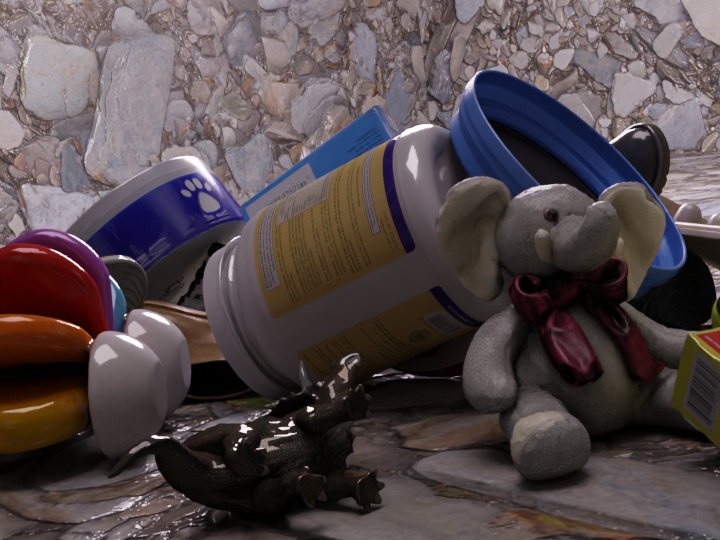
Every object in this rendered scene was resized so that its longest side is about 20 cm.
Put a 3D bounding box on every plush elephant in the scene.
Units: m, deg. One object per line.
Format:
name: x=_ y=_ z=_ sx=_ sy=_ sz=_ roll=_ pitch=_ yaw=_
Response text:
plush elephant: x=0.128 y=0.017 z=0.795 sx=0.162 sy=0.157 sz=0.200 roll=-9 pitch=8 yaw=-14

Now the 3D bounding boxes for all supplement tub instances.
supplement tub: x=0.000 y=0.000 z=0.956 sx=0.198 sy=0.147 sz=0.145 roll=-26 pitch=-2 yaw=26

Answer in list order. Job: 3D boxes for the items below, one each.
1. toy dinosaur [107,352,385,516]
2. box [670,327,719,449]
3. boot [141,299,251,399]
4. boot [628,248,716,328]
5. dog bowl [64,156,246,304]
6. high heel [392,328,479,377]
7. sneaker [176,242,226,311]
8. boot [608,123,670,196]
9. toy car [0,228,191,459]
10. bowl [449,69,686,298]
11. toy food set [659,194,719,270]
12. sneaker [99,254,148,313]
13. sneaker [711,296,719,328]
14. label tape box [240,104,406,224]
toy dinosaur: x=-0.053 y=0.104 z=0.718 sx=0.198 sy=0.078 sz=0.102 roll=-20 pitch=2 yaw=-41
box: x=0.269 y=0.053 z=0.715 sx=0.197 sy=0.051 sz=0.075 roll=-10 pitch=33 yaw=-23
boot: x=-0.158 y=0.069 z=1.060 sx=0.197 sy=0.075 sz=0.076 roll=-3 pitch=18 yaw=14
boot: x=0.171 y=0.027 z=1.109 sx=0.163 sy=0.067 sz=0.199 roll=4 pitch=-12 yaw=-38
dog bowl: x=-0.198 y=-0.009 z=1.235 sx=0.199 sy=0.079 sz=0.200 roll=-40 pitch=-12 yaw=-10
high heel: x=0.109 y=0.059 z=1.001 sx=0.198 sy=0.068 sz=0.096 roll=-9 pitch=-30 yaw=41
sneaker: x=-0.133 y=0.022 z=1.203 sx=0.198 sy=0.089 sz=0.076 roll=-24 pitch=11 yaw=-4
boot: x=0.133 y=-0.054 z=1.078 sx=0.198 sy=0.073 sz=0.182 roll=1 pitch=-37 yaw=-35
toy car: x=-0.217 y=0.049 z=0.918 sx=0.172 sy=0.153 sz=0.200 roll=-7 pitch=7 yaw=5
bowl: x=0.146 y=-0.061 z=0.949 sx=0.039 sy=0.201 sz=0.200 roll=-48 pitch=-13 yaw=26
toy food set: x=0.322 y=-0.024 z=1.045 sx=0.142 sy=0.061 sz=0.200 roll=26 pitch=-1 yaw=-15
sneaker: x=-0.270 y=0.038 z=1.059 sx=0.199 sy=0.075 sz=0.106 roll=-33 pitch=33 yaw=-15
sneaker: x=0.328 y=0.015 z=0.868 sx=0.198 sy=0.075 sz=0.083 roll=-7 pitch=12 yaw=42
label tape box: x=0.011 y=-0.040 z=1.123 sx=0.143 sy=0.064 sz=0.200 roll=-35 pitch=-28 yaw=13
